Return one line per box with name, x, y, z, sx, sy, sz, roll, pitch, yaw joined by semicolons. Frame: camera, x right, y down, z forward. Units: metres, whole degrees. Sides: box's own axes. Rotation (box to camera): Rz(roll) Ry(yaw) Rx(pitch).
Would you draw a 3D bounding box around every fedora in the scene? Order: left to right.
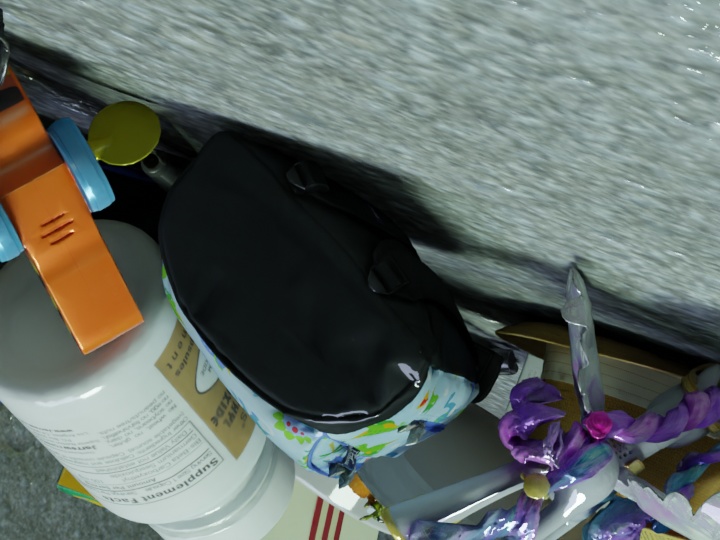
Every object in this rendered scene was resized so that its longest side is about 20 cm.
fedora;0.163;0.095;1.403;0.200;0.082;0.201;21;174;2

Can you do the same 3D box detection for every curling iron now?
curling iron;-0.085;-0.045;1.282;0.050;0.026;0.200;26;176;14

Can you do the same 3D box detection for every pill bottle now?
pill bottle;-0.114;0.071;1.285;0.114;0.114;0.200;16;155;34

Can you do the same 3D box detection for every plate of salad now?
plate of salad;0.063;0.134;1.397;0.200;0.048;0.200;29;-158;-13

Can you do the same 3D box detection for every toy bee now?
toy bee;-0.160;-0.061;1.140;0.131;0.200;0.109;-12;-142;-21

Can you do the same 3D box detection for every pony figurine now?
pony figurine;0.113;0.098;1.213;0.167;0.200;0.193;61;-174;8

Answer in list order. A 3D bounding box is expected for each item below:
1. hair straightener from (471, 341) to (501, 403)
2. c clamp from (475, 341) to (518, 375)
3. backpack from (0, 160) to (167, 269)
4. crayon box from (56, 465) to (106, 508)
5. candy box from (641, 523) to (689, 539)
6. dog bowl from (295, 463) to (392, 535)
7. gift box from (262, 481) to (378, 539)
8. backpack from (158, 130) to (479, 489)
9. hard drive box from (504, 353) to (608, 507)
hair straightener;0.025;0.046;1.493;0.077;0.041;0.200;28;174;-35
c clamp;0.025;0.055;1.668;0.200;0.027;0.171;4;176;27
backpack;-0.178;0.003;1.416;0.200;0.163;0.168;10;-178;-15
crayon box;-0.129;0.089;1.747;0.119;0.200;0.058;20;173;12
candy box;0.266;0.155;1.409;0.200;0.117;0.057;11;131;58
dog bowl;-0.016;0.094;1.516;0.200;0.059;0.200;36;-171;-7
gift box;-0.079;0.163;2.235;0.184;0.187;0.200;18;-172;39
backpack;-0.014;0.029;1.201;0.163;0.154;0.200;47;-162;16
hard drive box;0.180;0.161;1.575;0.200;0.156;0.077;20;174;10
